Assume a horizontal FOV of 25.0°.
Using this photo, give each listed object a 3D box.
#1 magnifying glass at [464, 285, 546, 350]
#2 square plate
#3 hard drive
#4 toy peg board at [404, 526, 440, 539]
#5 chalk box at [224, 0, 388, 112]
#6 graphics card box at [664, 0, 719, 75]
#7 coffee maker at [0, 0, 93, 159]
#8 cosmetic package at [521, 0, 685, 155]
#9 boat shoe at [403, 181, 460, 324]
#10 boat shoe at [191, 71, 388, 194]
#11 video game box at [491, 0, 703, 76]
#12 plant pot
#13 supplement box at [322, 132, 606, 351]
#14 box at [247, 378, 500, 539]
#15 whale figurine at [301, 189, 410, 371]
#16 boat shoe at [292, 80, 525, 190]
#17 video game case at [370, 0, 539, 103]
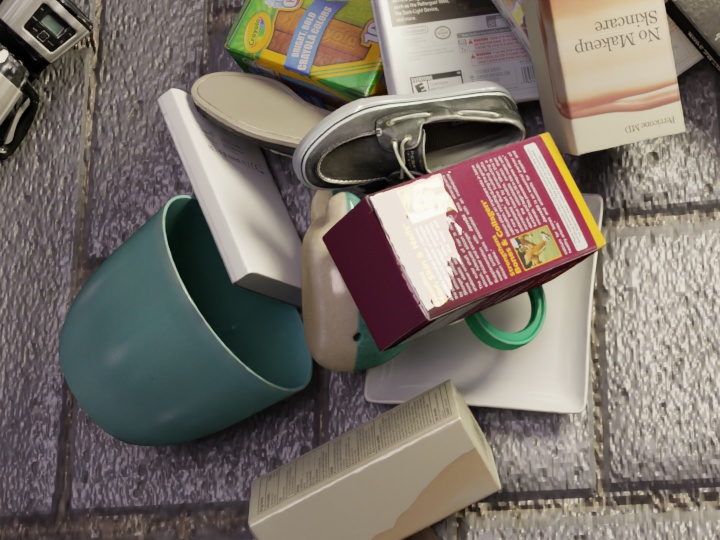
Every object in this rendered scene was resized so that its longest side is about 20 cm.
[{"bbox_3d":[0.121,-0.027,1.405,0.080,0.022,0.200,11,62,-24],"label":"magnifying glass"},{"bbox_3d":[0.111,0.027,1.437,0.198,0.028,0.200,2,72,17],"label":"square plate"},{"bbox_3d":[-0.108,-0.064,1.479,0.027,0.132,0.200,-34,64,19],"label":"hard drive"},{"bbox_3d":[0.015,0.330,1.324,0.199,0.098,0.200,-37,66,3],"label":"toy peg board"},{"bbox_3d":[-0.036,-0.217,1.514,0.200,0.124,0.124,21,78,22],"label":"chalk box"},{"bbox_3d":[0.358,-0.207,1.387,0.125,0.051,0.200,-41,92,1],"label":"graphics card box"},{"bbox_3d":[-0.389,-0.226,1.623,0.192,0.135,0.200,39,86,25],"label":"coffee maker"},{"bbox_3d":[0.198,-0.205,1.363,0.103,0.087,0.200,-14,100,-7],"label":"cosmetic package"},{"bbox_3d":[0.067,-0.054,1.425,0.072,0.069,0.200,-3,70,17],"label":"boat shoe"},{"bbox_3d":[-0.062,-0.119,1.471,0.200,0.063,0.073,20,50,7],"label":"boat shoe"},{"bbox_3d":[0.228,-0.248,1.428,0.200,0.047,0.182,-35,103,-2],"label":"video game box"},{"bbox_3d":[-0.166,0.060,1.428,0.161,0.201,0.201,-34,64,19],"label":"plant pot"},{"bbox_3d":[0.086,-0.025,1.322,0.200,0.086,0.110,-21,80,-33],"label":"supplement box"},{"bbox_3d":[0.010,0.181,1.368,0.200,0.095,0.078,-28,106,8],"label":"box"},{"bbox_3d":[0.000,0.000,1.417,0.104,0.159,0.200,-2,32,-6],"label":"whale figurine"},{"bbox_3d":[0.043,-0.110,1.365,0.200,0.072,0.071,-19,33,-6],"label":"boat shoe"},{"bbox_3d":[0.103,-0.235,1.442,0.200,0.023,0.182,-11,91,-23],"label":"video game case"}]
